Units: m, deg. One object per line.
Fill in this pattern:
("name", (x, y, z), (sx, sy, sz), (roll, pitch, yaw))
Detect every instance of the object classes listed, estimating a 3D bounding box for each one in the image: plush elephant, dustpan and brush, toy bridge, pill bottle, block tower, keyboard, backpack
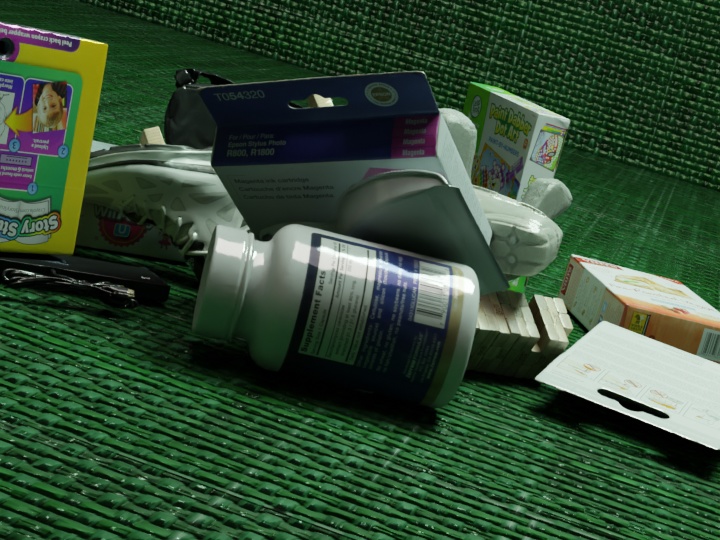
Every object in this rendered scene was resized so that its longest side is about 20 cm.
("plush elephant", (0.080, -0.024, 1.409), (0.164, 0.202, 0.154), (24, -15, -24))
("dustpan and brush", (0.006, -0.027, 1.176), (0.198, 0.058, 0.140), (-11, -41, 21))
("toy bridge", (-0.112, -0.120, 1.422), (0.198, 0.068, 0.027), (-17, -16, -22))
("pill bottle", (-0.020, 0.029, 1.109), (0.198, 0.112, 0.111), (14, 12, -8))
("block tower", (0.083, 0.045, 1.253), (0.198, 0.058, 0.054), (8, 43, -25))
("keyboard", (-0.245, 0.003, 1.167), (0.198, 0.021, 0.127), (9, 8, -24))
("backpack", (-0.131, -0.125, 1.559), (0.166, 0.128, 0.200), (24, -3, -2))

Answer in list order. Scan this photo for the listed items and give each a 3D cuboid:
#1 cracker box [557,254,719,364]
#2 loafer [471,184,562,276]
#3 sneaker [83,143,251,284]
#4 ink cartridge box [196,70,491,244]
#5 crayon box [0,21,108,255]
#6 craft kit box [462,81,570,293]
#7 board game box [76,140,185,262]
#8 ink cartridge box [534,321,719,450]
("cracker box", (0.298, 0.046, 1.551), (0.133, 0.058, 0.200), (13, 12, -12))
("loafer", (0.078, -0.044, 1.291), (0.198, 0.071, 0.070), (20, 24, 21))
("sneaker", (-0.162, -0.045, 1.278), (0.198, 0.117, 0.076), (-3, -9, -15))
("ink cartridge box", (-0.014, -0.072, 1.192), (0.194, 0.044, 0.200), (-1, -35, 23))
("crayon box", (-0.297, -0.104, 1.128), (0.058, 0.174, 0.199), (17, 9, 40))
("craft kit box", (0.153, -0.096, 1.675), (0.048, 0.199, 0.200), (11, 12, -21))
("board game box", (-0.242, -0.074, 1.409), (0.146, 0.065, 0.200), (10, 12, -22))
("ink cartridge box", (0.246, 0.111, 1.260), (0.161, 0.051, 0.200), (21, 22, 20))
